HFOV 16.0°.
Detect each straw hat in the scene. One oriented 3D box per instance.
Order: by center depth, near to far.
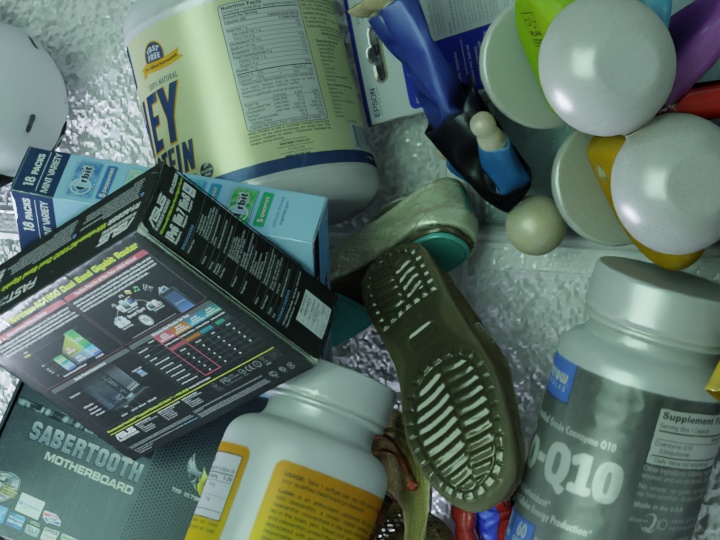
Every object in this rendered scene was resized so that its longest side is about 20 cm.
[{"bbox_3d":[0.018,0.198,1.699,0.201,0.085,0.201,-36,42,40],"label":"straw hat"}]

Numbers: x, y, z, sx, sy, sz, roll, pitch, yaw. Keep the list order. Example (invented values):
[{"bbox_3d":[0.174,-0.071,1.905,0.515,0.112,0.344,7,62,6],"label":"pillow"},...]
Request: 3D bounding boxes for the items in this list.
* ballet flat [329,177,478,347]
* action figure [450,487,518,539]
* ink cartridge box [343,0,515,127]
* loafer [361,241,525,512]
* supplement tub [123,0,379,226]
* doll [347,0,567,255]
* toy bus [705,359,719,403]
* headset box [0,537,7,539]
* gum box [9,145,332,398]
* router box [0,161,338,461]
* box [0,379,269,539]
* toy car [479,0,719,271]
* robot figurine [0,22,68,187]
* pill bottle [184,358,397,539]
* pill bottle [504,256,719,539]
[{"bbox_3d":[0.000,0.000,1.742,0.200,0.067,0.062,-28,46,28],"label":"ballet flat"},{"bbox_3d":[0.089,0.200,1.672,0.052,0.065,0.200,2,94,47],"label":"action figure"},{"bbox_3d":[0.084,-0.162,1.687,0.200,0.037,0.095,-14,83,31],"label":"ink cartridge box"},{"bbox_3d":[0.063,0.069,1.633,0.076,0.067,0.200,-33,53,22],"label":"loafer"},{"bbox_3d":[-0.078,-0.125,1.732,0.145,0.145,0.200,-21,79,33],"label":"supplement tub"},{"bbox_3d":[0.066,-0.094,1.635,0.048,0.136,0.200,-33,96,-10],"label":"doll"},{"bbox_3d":[0.326,0.038,1.478,0.200,0.136,0.192,19,88,35],"label":"toy bus"},{"bbox_3d":[-0.234,0.228,1.872,0.174,0.093,0.200,25,104,32],"label":"headset box"},{"bbox_3d":[-0.120,0.006,1.682,0.200,0.045,0.170,9,141,9],"label":"gum box"},{"bbox_3d":[-0.136,0.030,1.630,0.200,0.150,0.062,-29,33,42],"label":"router box"},{"bbox_3d":[-0.152,0.137,1.756,0.200,0.051,0.158,21,80,16],"label":"box"},{"bbox_3d":[0.178,-0.108,1.555,0.150,0.175,0.200,-34,102,-10],"label":"toy car"},{"bbox_3d":[-0.309,-0.109,1.904,0.200,0.125,0.150,-20,103,33],"label":"robot figurine"},{"bbox_3d":[-0.048,0.158,1.635,0.111,0.111,0.200,15,80,33],"label":"pill bottle"},{"bbox_3d":[0.165,0.100,1.587,0.114,0.114,0.200,21,102,32],"label":"pill bottle"}]
